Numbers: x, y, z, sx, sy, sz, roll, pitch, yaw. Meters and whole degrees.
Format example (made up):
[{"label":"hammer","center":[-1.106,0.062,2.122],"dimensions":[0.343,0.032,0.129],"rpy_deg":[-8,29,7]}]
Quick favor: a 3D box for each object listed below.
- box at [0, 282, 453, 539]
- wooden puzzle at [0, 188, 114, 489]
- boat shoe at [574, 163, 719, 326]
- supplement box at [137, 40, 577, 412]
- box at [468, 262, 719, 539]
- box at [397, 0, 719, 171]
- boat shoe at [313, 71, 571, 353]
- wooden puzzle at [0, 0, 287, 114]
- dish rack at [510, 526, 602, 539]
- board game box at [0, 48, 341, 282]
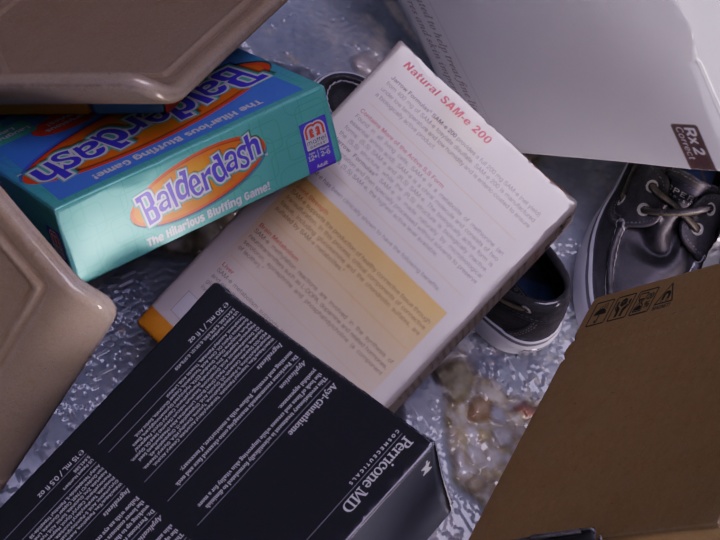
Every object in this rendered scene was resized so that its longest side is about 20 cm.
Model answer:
[{"label":"box","center":[-0.075,0.128,0.921],"dimensions":[0.141,0.079,0.200],"rpy_deg":[34,71,29]},{"label":"wooden puzzle","center":[-0.216,-0.003,0.970],"dimensions":[0.200,0.185,0.037],"rpy_deg":[45,43,7]},{"label":"boat shoe","center":[0.179,-0.041,1.147],"dimensions":[0.070,0.066,0.201],"rpy_deg":[28,62,0]},{"label":"supplement box","center":[0.000,0.000,1.049],"dimensions":[0.126,0.074,0.200],"rpy_deg":[44,87,8]},{"label":"box","center":[0.140,0.064,0.944],"dimensions":[0.021,0.200,0.164],"rpy_deg":[39,63,-18]},{"label":"box","center":[0.126,-0.173,1.087],"dimensions":[0.131,0.199,0.199],"rpy_deg":[-49,127,-27]},{"label":"boat shoe","center":[0.044,-0.042,1.121],"dimensions":[0.070,0.066,0.200],"rpy_deg":[-32,77,-25]},{"label":"wooden puzzle","center":[-0.129,-0.120,1.048],"dimensions":[0.184,0.037,0.200],"rpy_deg":[2,27,28]},{"label":"dish rack","center":[0.063,0.196,0.934],"dimensions":[0.054,0.200,0.154],"rpy_deg":[-13,85,-31]},{"label":"board game box","center":[-0.126,-0.070,1.035],"dimensions":[0.152,0.045,0.200],"rpy_deg":[-27,31,-24]}]
